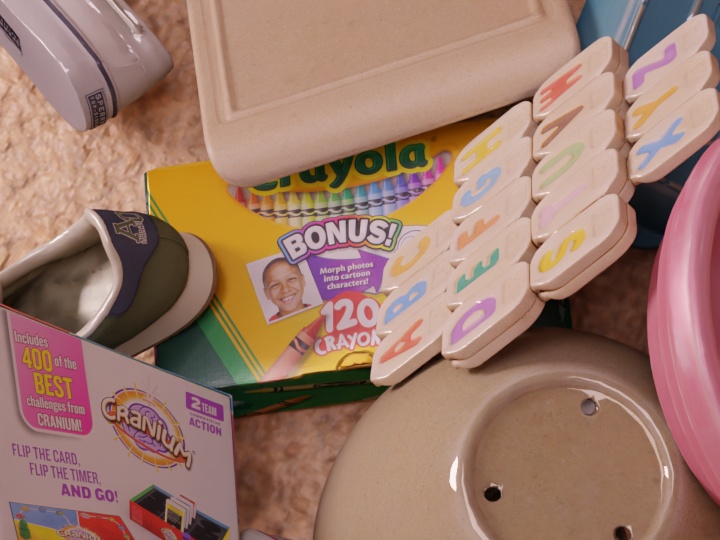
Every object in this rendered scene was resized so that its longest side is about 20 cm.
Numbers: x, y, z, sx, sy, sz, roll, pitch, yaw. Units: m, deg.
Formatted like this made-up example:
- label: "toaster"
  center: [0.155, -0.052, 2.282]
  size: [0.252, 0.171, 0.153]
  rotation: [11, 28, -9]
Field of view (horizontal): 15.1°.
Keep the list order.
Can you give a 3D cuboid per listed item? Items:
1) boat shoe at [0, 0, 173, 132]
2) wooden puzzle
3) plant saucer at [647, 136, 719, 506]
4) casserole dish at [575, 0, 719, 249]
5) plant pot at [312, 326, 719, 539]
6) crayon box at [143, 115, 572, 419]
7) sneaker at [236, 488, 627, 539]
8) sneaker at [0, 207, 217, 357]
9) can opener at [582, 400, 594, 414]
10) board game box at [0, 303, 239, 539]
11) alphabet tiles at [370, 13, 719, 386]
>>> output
- label: "boat shoe"
  center: [-0.169, -0.159, 1.408]
  size: [0.066, 0.072, 0.200]
  rotation: [-30, 59, -18]
- label: "wooden puzzle"
  center: [0.006, -0.135, 1.354]
  size: [0.185, 0.037, 0.200]
  rotation: [-18, 46, 6]
- label: "plant saucer"
  center: [0.186, 0.035, 1.137]
  size: [0.051, 0.200, 0.201]
  rotation: [-20, 64, 44]
- label: "casserole dish"
  center: [0.166, -0.106, 1.303]
  size: [0.121, 0.039, 0.200]
  rotation: [26, 77, -14]
- label: "plant pot"
  center: [0.082, 0.106, 1.158]
  size: [0.200, 0.134, 0.200]
  rotation: [1, 69, -3]
- label: "crayon box"
  center: [0.000, 0.000, 1.322]
  size: [0.200, 0.058, 0.119]
  rotation: [-8, 70, 9]
- label: "sneaker"
  center: [0.037, 0.136, 1.263]
  size: [0.200, 0.081, 0.088]
  rotation: [7, 72, 6]
- label: "sneaker"
  center: [-0.166, 0.038, 1.280]
  size: [0.200, 0.090, 0.067]
  rotation: [-39, 61, 10]
- label: "can opener"
  center: [0.187, 0.046, 1.279]
  size: [0.200, 0.053, 0.067]
  rotation: [-27, 103, 4]
- label: "board game box"
  center: [-0.116, 0.129, 1.194]
  size: [0.040, 0.153, 0.200]
  rotation: [-27, 54, 34]
- label: "alphabet tiles"
  center: [0.078, -0.034, 1.192]
  size: [0.196, 0.200, 0.015]
  rotation: [-39, 110, 22]
